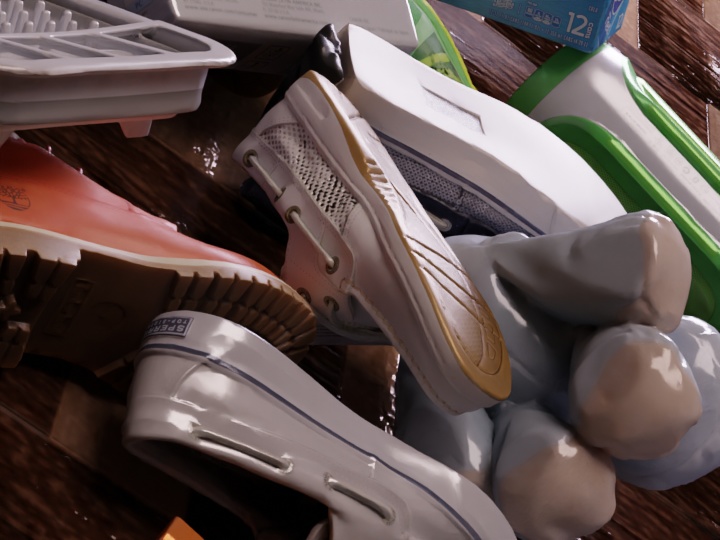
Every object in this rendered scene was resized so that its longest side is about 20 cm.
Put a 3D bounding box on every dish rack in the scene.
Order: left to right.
[{"bbox_3d":[-0.170,-0.094,1.090,0.200,0.044,0.172,23,18,28],"label":"dish rack"}]

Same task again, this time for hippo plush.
[{"bbox_3d":[0.085,0.062,1.217,0.200,0.160,0.161,9,-17,33],"label":"hippo plush"}]

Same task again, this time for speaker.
[{"bbox_3d":[0.168,-0.034,1.486,0.200,0.088,0.088,48,27,10],"label":"speaker"}]

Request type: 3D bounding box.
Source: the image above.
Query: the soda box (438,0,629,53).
[{"bbox_3d":[0.052,-0.187,1.489,0.200,0.064,0.068,21,23,13],"label":"soda box"}]

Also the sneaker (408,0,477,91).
[{"bbox_3d":[0.019,-0.086,1.371,0.200,0.074,0.084,50,24,12],"label":"sneaker"}]

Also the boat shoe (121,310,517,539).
[{"bbox_3d":[-0.019,0.094,1.082,0.200,0.074,0.065,35,57,-26],"label":"boat shoe"}]

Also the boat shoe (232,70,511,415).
[{"bbox_3d":[0.000,0.000,1.155,0.071,0.069,0.200,43,13,-44],"label":"boat shoe"}]

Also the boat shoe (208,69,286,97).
[{"bbox_3d":[-0.091,-0.179,1.339,0.200,0.072,0.072,47,51,0],"label":"boat shoe"}]

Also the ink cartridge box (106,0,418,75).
[{"bbox_3d":[-0.064,-0.191,1.291,0.160,0.047,0.200,2,66,-45],"label":"ink cartridge box"}]

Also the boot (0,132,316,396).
[{"bbox_3d":[-0.107,-0.009,1.096,0.200,0.075,0.107,18,31,-39],"label":"boot"}]

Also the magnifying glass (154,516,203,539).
[{"bbox_3d":[-0.003,0.168,1.032,0.200,0.022,0.080,41,27,-3],"label":"magnifying glass"}]

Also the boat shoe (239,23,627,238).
[{"bbox_3d":[0.033,-0.037,1.298,0.200,0.093,0.075,30,30,-25],"label":"boat shoe"}]
